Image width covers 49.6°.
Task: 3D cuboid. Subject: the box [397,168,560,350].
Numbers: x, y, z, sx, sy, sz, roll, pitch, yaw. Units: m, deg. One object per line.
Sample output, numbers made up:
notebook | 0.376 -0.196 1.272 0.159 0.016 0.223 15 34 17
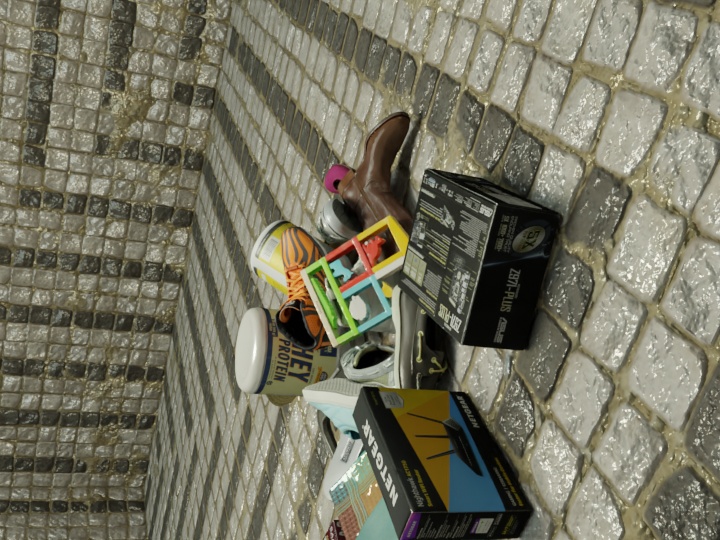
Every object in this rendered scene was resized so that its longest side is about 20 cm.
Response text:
box | 0.134 -0.019 0.938 0.200 0.085 0.165 -137 57 -64

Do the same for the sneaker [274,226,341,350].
sneaker | -0.093 0.029 1.227 0.077 0.112 0.202 -21 88 26

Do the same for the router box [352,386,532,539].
router box | 0.088 0.219 0.904 0.200 0.148 0.051 -118 39 -54

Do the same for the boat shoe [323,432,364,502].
boat shoe | 0.014 0.263 1.188 0.072 0.066 0.202 11 75 46

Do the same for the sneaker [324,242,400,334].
sneaker | 0.000 0.000 1.237 0.074 0.114 0.202 124 147 -53

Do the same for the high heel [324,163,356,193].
high heel | -0.019 -0.140 1.381 0.200 0.067 0.097 -18 57 63

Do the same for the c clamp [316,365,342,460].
c clamp | -0.030 0.276 1.271 0.201 0.027 0.171 66 151 16

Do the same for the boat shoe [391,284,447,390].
boat shoe | 0.084 0.112 1.052 0.060 0.072 0.203 -13 72 27

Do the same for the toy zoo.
toy zoo | 0.018 0.010 1.150 0.199 0.020 0.132 -32 73 17

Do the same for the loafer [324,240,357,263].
loafer | -0.060 -0.003 1.448 0.076 0.068 0.201 -113 37 -54

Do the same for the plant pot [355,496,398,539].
plant pot | 0.064 0.375 0.944 0.141 0.140 0.202 26 100 67

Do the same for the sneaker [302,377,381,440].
sneaker | -0.027 0.210 1.158 0.200 0.073 0.083 -2 98 63

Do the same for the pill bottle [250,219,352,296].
pill bottle | -0.085 0.004 1.347 0.199 0.112 0.113 31 120 22

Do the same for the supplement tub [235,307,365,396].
supplement tub | -0.105 0.143 1.342 0.145 0.198 0.147 -174 90 -69

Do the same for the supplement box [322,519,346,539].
supplement box | -0.018 0.452 1.159 0.061 0.108 0.201 -107 33 -47

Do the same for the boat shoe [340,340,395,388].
boat shoe | 0.022 0.137 1.168 0.065 0.074 0.202 57 164 -17

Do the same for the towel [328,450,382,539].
towel | 0.038 0.284 1.070 0.200 0.022 0.147 -50 31 11

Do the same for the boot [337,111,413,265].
boot | 0.055 -0.118 1.201 0.187 0.064 0.201 -55 44 29

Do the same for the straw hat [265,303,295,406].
straw hat | -0.105 0.167 1.484 0.084 0.201 0.203 6 89 25

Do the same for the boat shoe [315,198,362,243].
boat shoe | -0.039 -0.072 1.294 0.067 0.074 0.200 -36 -2 11
